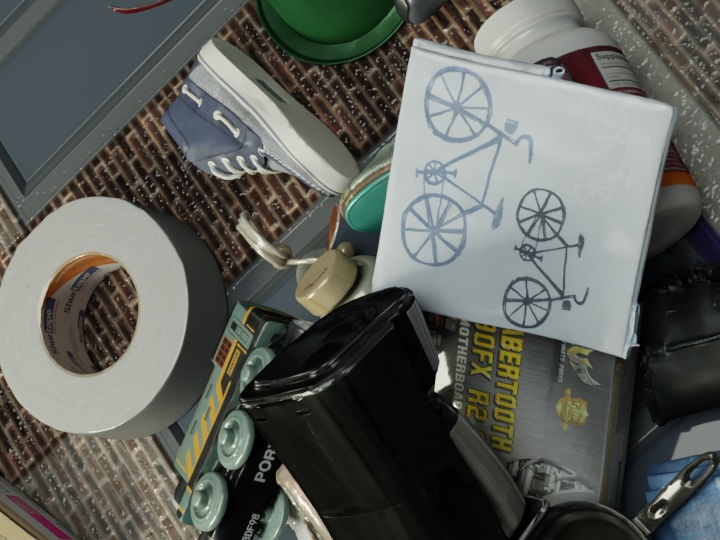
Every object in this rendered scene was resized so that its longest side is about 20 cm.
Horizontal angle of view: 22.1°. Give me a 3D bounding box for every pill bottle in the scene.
[{"bbox_3d":[0.163,-0.104,1.376,0.112,0.113,0.201,-33,68,18],"label":"pill bottle"}]

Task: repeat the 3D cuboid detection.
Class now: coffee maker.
[{"bbox_3d":[0.017,0.139,1.262,0.134,0.192,0.201,-25,107,27],"label":"coffee maker"}]

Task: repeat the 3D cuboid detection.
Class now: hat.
[{"bbox_3d":[-0.058,-0.259,1.478,0.165,0.176,0.202,21,91,28],"label":"hat"}]

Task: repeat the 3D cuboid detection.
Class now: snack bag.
[{"bbox_3d":[0.113,-0.050,1.279,0.198,0.021,0.191,13,104,15],"label":"snack bag"}]

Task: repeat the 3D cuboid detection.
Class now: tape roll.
[{"bbox_3d":[-0.214,0.041,1.572,0.198,0.066,0.203,-4,80,26],"label":"tape roll"}]

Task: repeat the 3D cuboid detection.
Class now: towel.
[{"bbox_3d":[0.254,0.228,1.281,0.111,0.048,0.202,-22,77,53],"label":"towel"}]

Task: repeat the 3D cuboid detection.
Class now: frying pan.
[{"bbox_3d":[0.175,0.184,1.300,0.114,0.031,0.192,26,112,22],"label":"frying pan"}]

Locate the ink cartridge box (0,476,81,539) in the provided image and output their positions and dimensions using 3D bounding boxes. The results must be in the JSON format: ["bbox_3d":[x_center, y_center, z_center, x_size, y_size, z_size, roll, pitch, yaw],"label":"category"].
[{"bbox_3d":[-0.329,0.272,1.586,0.199,0.075,0.166,32,95,28],"label":"ink cartridge box"}]

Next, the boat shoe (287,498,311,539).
[{"bbox_3d":[-0.040,0.168,1.463,0.068,0.072,0.202,-26,73,38],"label":"boat shoe"}]

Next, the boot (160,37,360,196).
[{"bbox_3d":[-0.084,-0.102,1.534,0.200,0.072,0.091,47,110,34],"label":"boot"}]

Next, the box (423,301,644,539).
[{"bbox_3d":[0.119,0.107,1.363,0.157,0.048,0.202,14,109,29],"label":"box"}]

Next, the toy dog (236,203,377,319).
[{"bbox_3d":[0.000,0.000,1.411,0.096,0.132,0.200,-44,37,1],"label":"toy dog"}]

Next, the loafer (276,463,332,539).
[{"bbox_3d":[0.003,0.218,1.386,0.200,0.072,0.063,44,115,-12],"label":"loafer"}]

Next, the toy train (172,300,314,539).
[{"bbox_3d":[-0.086,0.120,1.426,0.114,0.085,0.202,41,112,56],"label":"toy train"}]

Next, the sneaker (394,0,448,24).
[{"bbox_3d":[0.109,-0.268,1.456,0.087,0.074,0.201,39,99,22],"label":"sneaker"}]

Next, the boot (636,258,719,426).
[{"bbox_3d":[0.281,0.082,1.308,0.161,0.073,0.201,-10,79,28],"label":"boot"}]

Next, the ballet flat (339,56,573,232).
[{"bbox_3d":[0.071,-0.094,1.340,0.199,0.069,0.072,-27,48,25],"label":"ballet flat"}]
